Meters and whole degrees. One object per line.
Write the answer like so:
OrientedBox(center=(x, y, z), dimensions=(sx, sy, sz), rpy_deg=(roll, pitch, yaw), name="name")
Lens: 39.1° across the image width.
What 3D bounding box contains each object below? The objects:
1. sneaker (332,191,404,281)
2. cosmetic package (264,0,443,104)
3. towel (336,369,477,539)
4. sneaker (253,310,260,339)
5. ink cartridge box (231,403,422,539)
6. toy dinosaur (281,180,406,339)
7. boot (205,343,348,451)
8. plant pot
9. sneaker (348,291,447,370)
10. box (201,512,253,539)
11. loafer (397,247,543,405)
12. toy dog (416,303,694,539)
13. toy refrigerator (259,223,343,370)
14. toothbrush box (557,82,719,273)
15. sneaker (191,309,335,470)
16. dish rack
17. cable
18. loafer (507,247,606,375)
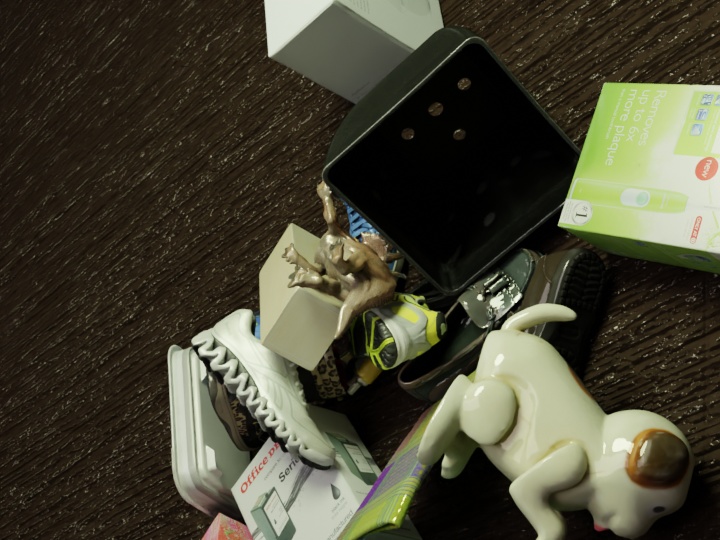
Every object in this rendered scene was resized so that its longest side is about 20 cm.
OrientedBox(center=(-0.001, -0.070, 1.179), dimensions=(0.076, 0.111, 0.201), rpy_deg=(-8, 63, 37), name="sneaker")
OrientedBox(center=(-0.009, -0.326, 1.249), dimensions=(0.123, 0.200, 0.200), rpy_deg=(-31, 51, 35), name="cosmetic package")
OrientedBox(center=(0.053, 0.183, 0.973), dimensions=(0.200, 0.023, 0.144), rpy_deg=(-51, 1, -37), name="towel")
OrientedBox(center=(-0.072, 0.074, 1.256), dimensions=(0.199, 0.066, 0.079), rpy_deg=(-20, 94, 31), name="sneaker")
OrientedBox(center=(-0.044, 0.265, 1.107), dimensions=(0.146, 0.084, 0.200), rpy_deg=(-54, 42, 15), name="ink cartridge box")
OrientedBox(center=(0.000, 0.000, 1.018), dimensions=(0.086, 0.135, 0.200), rpy_deg=(-47, 32, 19), name="toy dinosaur")
OrientedBox(center=(-0.089, 0.146, 1.194), dimensions=(0.150, 0.200, 0.073), rpy_deg=(-15, 58, 1), name="boot")
OrientedBox(center=(0.091, -0.137, 1.050), dimensions=(0.200, 0.199, 0.178), rpy_deg=(-40, 27, 18), name="plant pot")
OrientedBox(center=(0.031, 0.055, 1.069), dimensions=(0.200, 0.076, 0.076), rpy_deg=(-140, 39, -69), name="sneaker")
OrientedBox(center=(-0.137, 0.364, 1.091), dimensions=(0.095, 0.102, 0.200), rpy_deg=(-59, 11, 11), name="box")
OrientedBox(center=(0.115, 0.058, 1.042), dimensions=(0.200, 0.063, 0.072), rpy_deg=(-55, 42, 15), name="loafer")
OrientedBox(center=(0.179, 0.145, 0.855), dimensions=(0.199, 0.140, 0.194), rpy_deg=(25, 72, 21), name="toy dog")
OrientedBox(center=(-0.063, 0.025, 1.111), dimensions=(0.076, 0.070, 0.200), rpy_deg=(-56, 16, 14), name="toy refrigerator")
OrientedBox(center=(0.294, -0.081, 0.892), dimensions=(0.200, 0.086, 0.146), rpy_deg=(16, 85, 48), name="toothbrush box")
OrientedBox(center=(-0.089, 0.123, 1.067), dimensions=(0.081, 0.075, 0.200), rpy_deg=(-40, 77, -15), name="sneaker")
OrientedBox(center=(-0.174, 0.197, 1.235), dimensions=(0.043, 0.172, 0.201), rpy_deg=(-19, 56, 13), name="dish rack")
OrientedBox(center=(0.049, 0.054, 1.153), dimensions=(0.200, 0.050, 0.097), rpy_deg=(-38, 30, 14), name="cable")
OrientedBox(center=(0.173, 0.072, 0.977), dimensions=(0.071, 0.073, 0.201), rpy_deg=(20, 85, 62), name="loafer")
